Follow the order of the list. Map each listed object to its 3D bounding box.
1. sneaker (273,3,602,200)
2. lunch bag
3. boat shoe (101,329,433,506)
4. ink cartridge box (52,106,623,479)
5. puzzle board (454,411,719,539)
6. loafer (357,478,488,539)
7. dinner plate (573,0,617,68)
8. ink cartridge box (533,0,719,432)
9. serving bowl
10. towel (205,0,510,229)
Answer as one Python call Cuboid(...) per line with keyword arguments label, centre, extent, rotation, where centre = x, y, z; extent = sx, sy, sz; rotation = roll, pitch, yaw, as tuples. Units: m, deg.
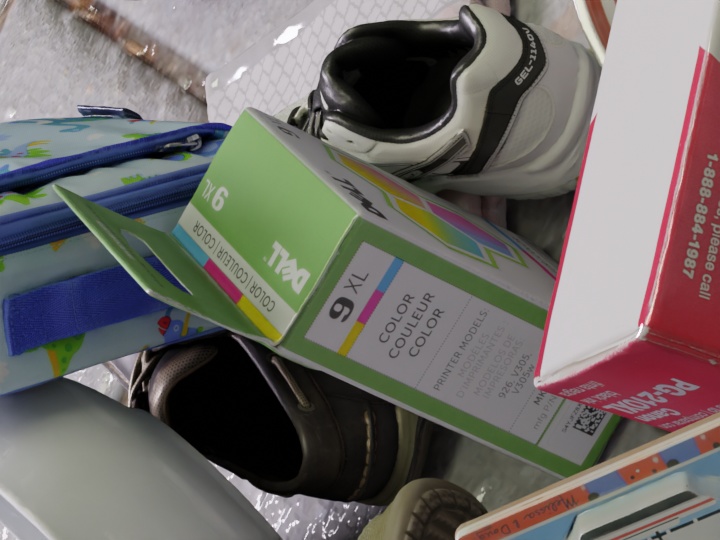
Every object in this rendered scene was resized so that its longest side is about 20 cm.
Cuboid(label="sneaker", centre=(0.005, -0.063, 1.071), extent=(0.199, 0.087, 0.076), rotation=(-16, 58, 43))
Cuboid(label="lunch bag", centre=(-0.132, -0.006, 1.052), extent=(0.160, 0.199, 0.083), rotation=(10, 110, 48))
Cuboid(label="boat shoe", centre=(-0.056, 0.039, 1.116), extent=(0.199, 0.073, 0.075), rotation=(20, 105, 46))
Cuboid(label="ink cartridge box", centre=(0.000, 0.000, 0.982), extent=(0.060, 0.199, 0.104), rotation=(-59, 33, 9))
Cuboid(label="puzzle board", centre=(0.144, 0.086, 0.701), extent=(0.199, 0.151, 0.017), rotation=(-25, 29, 13))
Cuboid(label="loafer", centre=(0.006, 0.171, 0.979), extent=(0.068, 0.075, 0.201), rotation=(-13, 60, 45))
Cuboid(label="dinner plate", centre=(0.154, -0.135, 0.964), extent=(0.199, 0.024, 0.202), rotation=(-1, 88, 42))
Cuboid(label="ink cartridge box", centre=(0.164, -0.013, 0.743), extent=(0.084, 0.199, 0.146), rotation=(145, 141, -69))
Cuboid(label="serving bowl", centre=(-0.076, 0.106, 1.052), extent=(0.066, 0.200, 0.200), rotation=(-45, 30, -12))
Cuboid(label="towel", centre=(-0.010, -0.044, 1.185), extent=(0.200, 0.032, 0.192), rotation=(-31, 46, 44))
